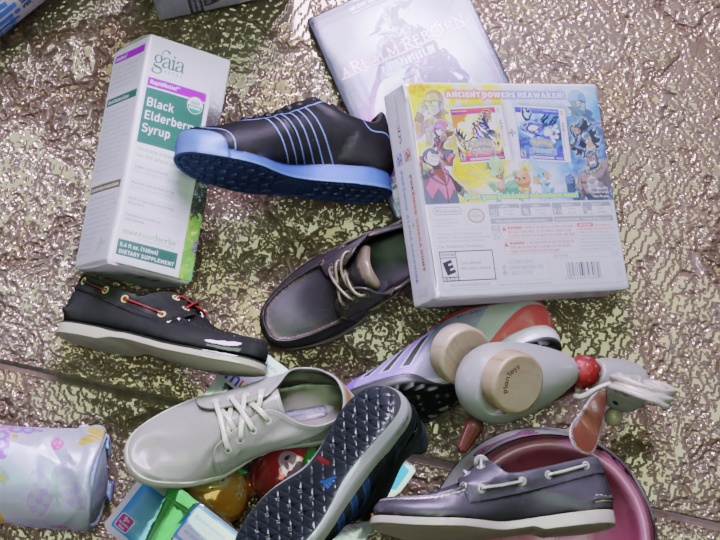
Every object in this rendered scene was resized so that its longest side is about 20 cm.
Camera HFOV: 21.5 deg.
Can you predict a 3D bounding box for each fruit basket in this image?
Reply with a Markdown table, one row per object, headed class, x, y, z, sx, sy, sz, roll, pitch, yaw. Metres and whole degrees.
| class | x | y | z | sx | sy | sz | roll | pitch | yaw |
| --- | --- | --- | --- | --- | --- | --- | --- | --- | --- |
| fruit basket | -0.083 | 0.188 | 1.568 | 0.185 | 0.094 | 0.200 | 37 | 84 | 6 |

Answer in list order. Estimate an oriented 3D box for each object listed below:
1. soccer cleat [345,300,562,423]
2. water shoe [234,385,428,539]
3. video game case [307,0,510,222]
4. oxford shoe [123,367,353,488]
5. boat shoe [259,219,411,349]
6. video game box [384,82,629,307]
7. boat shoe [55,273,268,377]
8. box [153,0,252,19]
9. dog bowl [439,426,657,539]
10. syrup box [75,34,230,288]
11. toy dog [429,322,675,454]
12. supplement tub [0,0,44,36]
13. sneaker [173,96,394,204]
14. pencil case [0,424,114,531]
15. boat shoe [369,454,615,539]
| class | x | y | z | sx | sy | sz | roll | pitch | yaw |
| --- | --- | --- | --- | --- | --- | --- | --- | --- | --- |
| soccer cleat | 0.070 | 0.076 | 1.618 | 0.198 | 0.068 | 0.074 | -20 | 52 | 3 |
| water shoe | -0.018 | 0.187 | 1.510 | 0.200 | 0.079 | 0.071 | -48 | 44 | -7 |
| video game case | 0.056 | -0.161 | 1.671 | 0.142 | 0.019 | 0.201 | -24 | 80 | -2 |
| oxford shoe | -0.096 | 0.123 | 1.533 | 0.198 | 0.058 | 0.076 | -13 | 65 | -13 |
| boat shoe | 0.000 | 0.000 | 1.613 | 0.199 | 0.073 | 0.075 | -30 | 78 | -2 |
| video game box | 0.123 | -0.065 | 1.592 | 0.199 | 0.047 | 0.184 | -2 | 81 | -30 |
| boat shoe | -0.162 | 0.046 | 1.581 | 0.200 | 0.074 | 0.064 | 12 | 75 | 28 |
| box | -0.131 | -0.304 | 1.606 | 0.131 | 0.200 | 0.116 | -12 | 79 | -3 |
| dog bowl | 0.155 | 0.227 | 1.579 | 0.198 | 0.074 | 0.202 | 0 | 80 | -1 |
| syrup box | -0.177 | -0.091 | 1.616 | 0.078 | 0.081 | 0.202 | 15 | 79 | -28 |
| toy dog | 0.147 | 0.110 | 1.543 | 0.198 | 0.132 | 0.097 | 14 | 99 | -12 |
| supplement tub | -0.334 | -0.267 | 1.632 | 0.200 | 0.132 | 0.132 | -40 | 83 | -7 |
| sneaker | -0.064 | -0.109 | 1.603 | 0.198 | 0.070 | 0.079 | 8 | 69 | -25 |
| pencil case | -0.307 | 0.164 | 1.577 | 0.198 | 0.083 | 0.092 | 6 | 76 | 0 |
| boat shoe | 0.104 | 0.181 | 1.518 | 0.198 | 0.073 | 0.063 | -1 | 73 | -6 |
